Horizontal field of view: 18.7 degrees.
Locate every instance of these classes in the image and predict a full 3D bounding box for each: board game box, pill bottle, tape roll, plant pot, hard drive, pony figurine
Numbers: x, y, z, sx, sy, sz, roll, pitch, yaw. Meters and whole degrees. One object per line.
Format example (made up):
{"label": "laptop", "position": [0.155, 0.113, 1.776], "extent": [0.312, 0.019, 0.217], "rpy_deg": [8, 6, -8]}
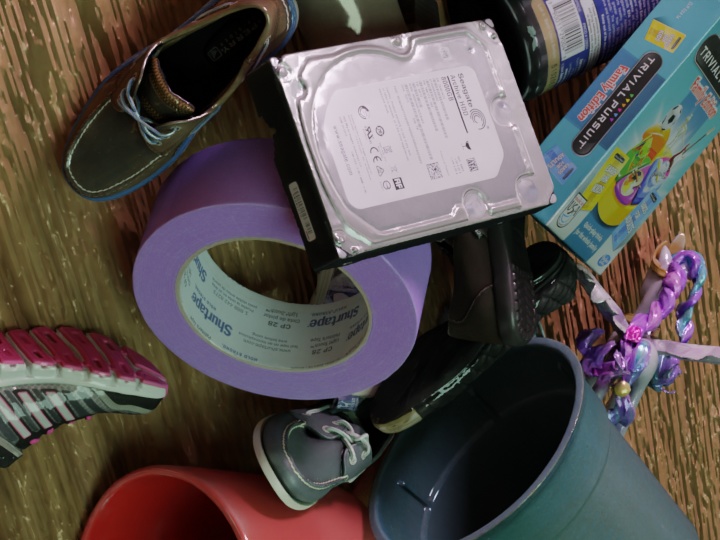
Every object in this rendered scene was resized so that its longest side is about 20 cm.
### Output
{"label": "board game box", "position": [0.204, -0.103, 1.602], "extent": [0.200, 0.047, 0.151], "rpy_deg": [-50, 155, 3]}
{"label": "pill bottle", "position": [0.172, -0.210, 1.600], "extent": [0.200, 0.112, 0.112], "rpy_deg": [-27, 128, -20]}
{"label": "tape roll", "position": [-0.054, 0.002, 1.514], "extent": [0.200, 0.066, 0.200], "rpy_deg": [7, 139, 6]}
{"label": "plant pot", "position": [0.144, 0.188, 1.646], "extent": [0.200, 0.200, 0.196], "rpy_deg": [-47, 117, -3]}
{"label": "plant pot", "position": [-0.084, 0.235, 1.634], "extent": [0.177, 0.200, 0.201], "rpy_deg": [-1, 116, -47]}
{"label": "hard drive", "position": [0.031, -0.087, 1.451], "extent": [0.200, 0.038, 0.140], "rpy_deg": [-14, 82, -40]}
{"label": "pony figurine", "position": [0.217, 0.067, 1.757], "extent": [0.166, 0.193, 0.200], "rpy_deg": [29, 98, -3]}

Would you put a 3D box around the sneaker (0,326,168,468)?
{"label": "sneaker", "position": [-0.232, 0.092, 1.518], "extent": [0.200, 0.074, 0.088], "rpy_deg": [2, 113, -30]}

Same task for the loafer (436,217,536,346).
{"label": "loafer", "position": [0.081, -0.040, 1.598], "extent": [0.071, 0.200, 0.073], "rpy_deg": [-10, 159, 19]}

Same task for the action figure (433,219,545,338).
{"label": "action figure", "position": [0.107, -0.016, 1.696], "extent": [0.130, 0.069, 0.200], "rpy_deg": [-11, 118, -21]}

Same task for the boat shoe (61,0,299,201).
{"label": "boat shoe", "position": [-0.128, -0.119, 1.439], "extent": [0.072, 0.072, 0.200], "rpy_deg": [45, 104, -3]}

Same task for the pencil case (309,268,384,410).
{"label": "pencil case", "position": [0.000, 0.000, 1.622], "extent": [0.089, 0.078, 0.200], "rpy_deg": [-12, 123, -46]}

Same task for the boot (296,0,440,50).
{"label": "boot", "position": [-0.008, -0.136, 1.502], "extent": [0.200, 0.070, 0.147], "rpy_deg": [17, 73, -38]}

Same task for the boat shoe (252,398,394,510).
{"label": "boat shoe", "position": [-0.022, 0.124, 1.624], "extent": [0.062, 0.073, 0.200], "rpy_deg": [-31, 176, 17]}

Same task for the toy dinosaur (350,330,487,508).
{"label": "toy dinosaur", "position": [0.013, 0.174, 1.758], "extent": [0.181, 0.105, 0.200], "rpy_deg": [-30, 96, -6]}

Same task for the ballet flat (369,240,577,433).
{"label": "ballet flat", "position": [0.089, 0.057, 1.633], "extent": [0.200, 0.066, 0.057], "rpy_deg": [-40, 129, -13]}
